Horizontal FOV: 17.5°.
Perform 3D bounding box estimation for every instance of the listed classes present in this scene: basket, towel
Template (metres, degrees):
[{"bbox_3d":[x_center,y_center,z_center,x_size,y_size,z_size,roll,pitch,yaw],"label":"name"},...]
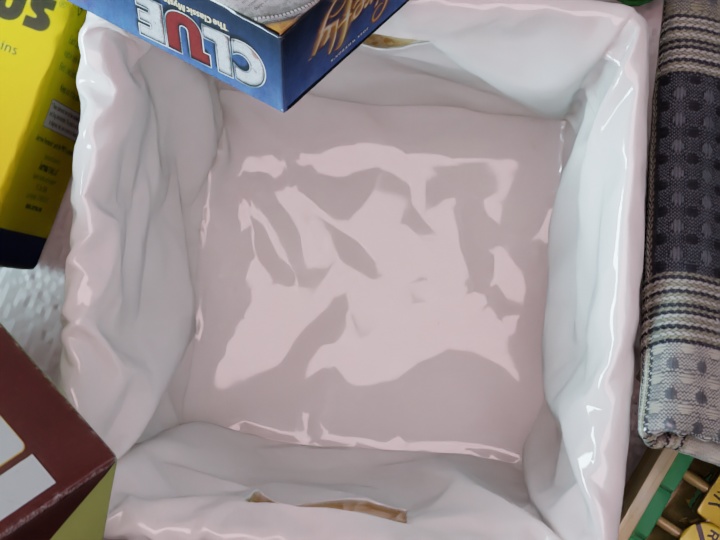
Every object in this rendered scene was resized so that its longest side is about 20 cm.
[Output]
[{"bbox_3d":[0.000,0.000,0.860,0.197,0.161,0.201,4,90,3],"label":"basket"},{"bbox_3d":[0.185,-0.002,0.853,0.199,0.035,0.194,17,63,-24],"label":"towel"}]

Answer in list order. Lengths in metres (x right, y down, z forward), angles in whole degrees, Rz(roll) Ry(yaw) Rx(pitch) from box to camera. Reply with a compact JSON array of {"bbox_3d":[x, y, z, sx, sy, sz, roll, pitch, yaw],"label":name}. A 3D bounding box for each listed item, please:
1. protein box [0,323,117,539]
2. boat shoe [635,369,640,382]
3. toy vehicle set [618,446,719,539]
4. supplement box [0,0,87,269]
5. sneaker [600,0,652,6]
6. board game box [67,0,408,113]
[{"bbox_3d":[-0.203,0.074,0.792,0.135,0.199,0.200,-33,69,-28],"label":"protein box"},{"bbox_3d":[0.204,0.071,0.893,0.199,0.073,0.063,32,92,6],"label":"boat shoe"},{"bbox_3d":[0.117,0.172,0.861,0.124,0.027,0.201,32,82,-4],"label":"toy vehicle set"},{"bbox_3d":[-0.149,-0.113,0.894,0.108,0.110,0.201,20,89,3],"label":"supplement box"},{"bbox_3d":[0.046,-0.147,0.898,0.199,0.085,0.079,8,89,2],"label":"sneaker"},{"bbox_3d":[-0.018,-0.148,0.809,0.135,0.035,0.200,29,53,25],"label":"board game box"}]
